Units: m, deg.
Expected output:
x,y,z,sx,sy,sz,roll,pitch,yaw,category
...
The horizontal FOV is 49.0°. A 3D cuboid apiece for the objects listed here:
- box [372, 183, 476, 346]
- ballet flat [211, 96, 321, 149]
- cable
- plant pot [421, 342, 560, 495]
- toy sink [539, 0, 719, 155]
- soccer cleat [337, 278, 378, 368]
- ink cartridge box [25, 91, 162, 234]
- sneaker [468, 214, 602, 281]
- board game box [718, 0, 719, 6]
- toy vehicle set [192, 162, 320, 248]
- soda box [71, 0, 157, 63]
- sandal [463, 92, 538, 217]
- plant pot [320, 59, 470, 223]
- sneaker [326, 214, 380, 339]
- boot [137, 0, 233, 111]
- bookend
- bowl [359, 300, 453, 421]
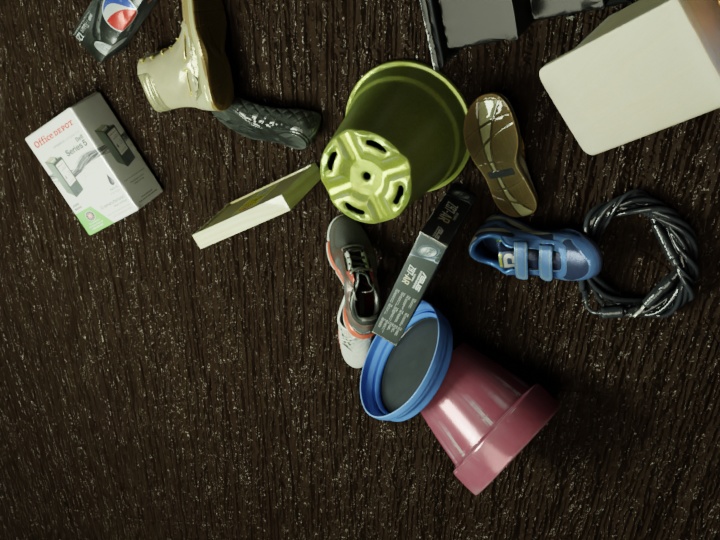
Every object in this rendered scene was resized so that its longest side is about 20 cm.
x,y,z,sx,sy,sz,roll,pitch,yaw,category
0.094,-0.010,1.171,0.043,0.160,0.201,28,127,6,box
-0.151,-0.238,1.229,0.198,0.057,0.067,21,154,19,ballet flat
0.384,-0.016,1.096,0.161,0.051,0.202,7,121,24,cable
0.188,0.224,1.264,0.179,0.199,0.201,44,130,14,plant pot
0.336,-0.242,0.927,0.131,0.112,0.199,54,146,-11,toy sink
-0.011,0.093,1.333,0.068,0.085,0.202,18,125,14,soccer cleat
-0.464,-0.185,1.379,0.144,0.084,0.201,-20,110,34,ink cartridge box
0.242,-0.021,1.115,0.198,0.082,0.075,15,122,39,sneaker
0.501,-0.263,0.791,0.199,0.200,0.201,-27,106,36,board game box
-0.164,-0.103,1.260,0.198,0.124,0.027,-19,111,34,toy vehicle set
-0.356,-0.409,1.196,0.063,0.071,0.200,45,128,-10,soda box
0.200,-0.163,1.098,0.080,0.054,0.201,-3,133,33,sandal
0.038,-0.162,1.088,0.198,0.185,0.202,12,125,18,plant pot
0.000,0.000,1.224,0.082,0.076,0.202,121,137,-69,sneaker
-0.274,-0.342,1.199,0.154,0.073,0.203,5,113,34,boot
0.195,-0.316,0.907,0.198,0.199,0.093,-4,116,26,bookend
0.073,0.146,1.261,0.039,0.202,0.200,29,132,-24,bowl
